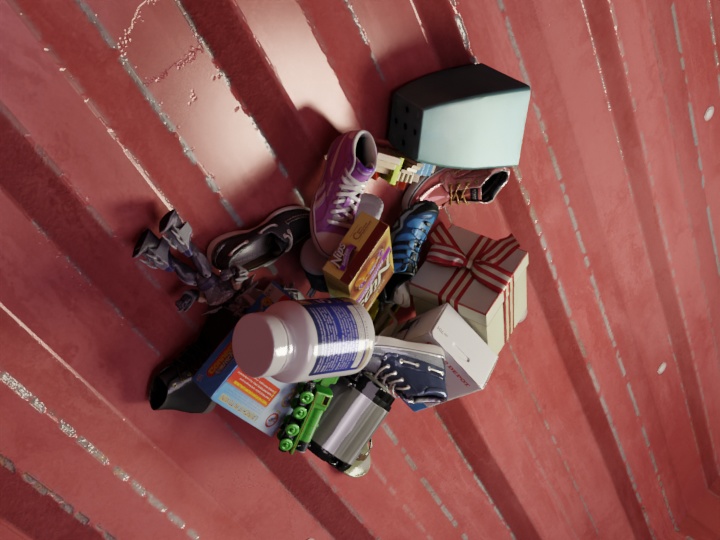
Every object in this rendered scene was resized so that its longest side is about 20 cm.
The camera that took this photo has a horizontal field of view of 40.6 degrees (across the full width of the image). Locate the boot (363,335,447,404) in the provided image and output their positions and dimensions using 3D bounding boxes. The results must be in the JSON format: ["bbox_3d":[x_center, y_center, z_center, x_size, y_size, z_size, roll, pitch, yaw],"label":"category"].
[{"bbox_3d":[0.055,0.166,1.600,0.198,0.091,0.073,6,149,-21],"label":"boot"}]

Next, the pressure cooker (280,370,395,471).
[{"bbox_3d":[-0.036,0.225,1.700,0.178,0.176,0.201,39,85,-30],"label":"pressure cooker"}]

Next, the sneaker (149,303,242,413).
[{"bbox_3d":[-0.255,0.140,1.525,0.106,0.075,0.202,4,112,-47],"label":"sneaker"}]

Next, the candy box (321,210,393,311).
[{"bbox_3d":[0.000,0.000,1.565,0.117,0.056,0.200,-56,166,-14],"label":"candy box"}]

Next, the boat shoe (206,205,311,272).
[{"bbox_3d":[-0.143,-0.045,1.526,0.199,0.060,0.075,-20,125,-34],"label":"boat shoe"}]

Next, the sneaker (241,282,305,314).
[{"bbox_3d":[-0.138,0.052,1.598,0.200,0.074,0.083,33,77,-54],"label":"sneaker"}]

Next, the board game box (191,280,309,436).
[{"bbox_3d":[-0.140,0.145,1.544,0.196,0.056,0.200,-50,145,-6],"label":"board game box"}]

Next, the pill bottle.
[{"bbox_3d":[-0.084,0.102,1.423,0.199,0.119,0.121,-1,116,-49],"label":"pill bottle"}]

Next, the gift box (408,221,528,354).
[{"bbox_3d":[0.202,0.026,1.792,0.201,0.183,0.188,-57,153,-31],"label":"gift box"}]

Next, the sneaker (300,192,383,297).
[{"bbox_3d":[-0.035,-0.040,1.627,0.200,0.075,0.114,-48,160,-33],"label":"sneaker"}]

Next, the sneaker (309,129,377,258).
[{"bbox_3d":[-0.023,-0.122,1.506,0.072,0.114,0.203,10,84,-24],"label":"sneaker"}]

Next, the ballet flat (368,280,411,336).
[{"bbox_3d":[0.052,0.066,1.771,0.067,0.067,0.201,28,94,-46],"label":"ballet flat"}]

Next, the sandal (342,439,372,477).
[{"bbox_3d":[-0.011,0.330,1.882,0.079,0.057,0.203,-28,131,-27],"label":"sandal"}]

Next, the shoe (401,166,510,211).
[{"bbox_3d":[0.172,-0.146,1.733,0.199,0.091,0.072,-33,133,-24],"label":"shoe"}]

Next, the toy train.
[{"bbox_3d":[-0.078,0.211,1.573,0.056,0.042,0.202,18,107,-20],"label":"toy train"}]

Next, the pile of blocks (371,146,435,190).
[{"bbox_3d":[0.069,-0.162,1.620,0.199,0.082,0.063,0,115,-53],"label":"pile of blocks"}]

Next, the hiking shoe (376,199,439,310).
[{"bbox_3d":[0.082,-0.029,1.701,0.074,0.087,0.201,16,117,-48],"label":"hiking shoe"}]

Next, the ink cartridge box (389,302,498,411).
[{"bbox_3d":[0.126,0.161,1.760,0.147,0.199,0.086,46,50,-13],"label":"ink cartridge box"}]

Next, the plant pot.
[{"bbox_3d":[0.154,-0.252,1.625,0.198,0.141,0.143,-11,122,-29],"label":"plant pot"}]

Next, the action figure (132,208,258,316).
[{"bbox_3d":[-0.238,0.007,1.432,0.130,0.070,0.200,-33,121,20],"label":"action figure"}]
